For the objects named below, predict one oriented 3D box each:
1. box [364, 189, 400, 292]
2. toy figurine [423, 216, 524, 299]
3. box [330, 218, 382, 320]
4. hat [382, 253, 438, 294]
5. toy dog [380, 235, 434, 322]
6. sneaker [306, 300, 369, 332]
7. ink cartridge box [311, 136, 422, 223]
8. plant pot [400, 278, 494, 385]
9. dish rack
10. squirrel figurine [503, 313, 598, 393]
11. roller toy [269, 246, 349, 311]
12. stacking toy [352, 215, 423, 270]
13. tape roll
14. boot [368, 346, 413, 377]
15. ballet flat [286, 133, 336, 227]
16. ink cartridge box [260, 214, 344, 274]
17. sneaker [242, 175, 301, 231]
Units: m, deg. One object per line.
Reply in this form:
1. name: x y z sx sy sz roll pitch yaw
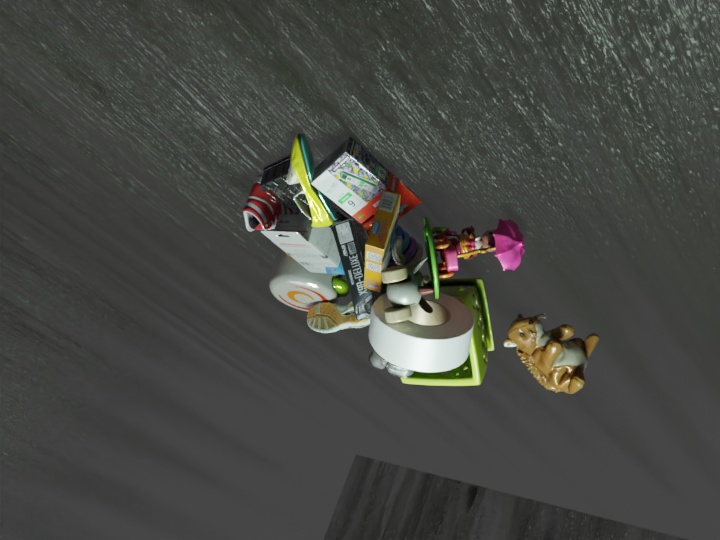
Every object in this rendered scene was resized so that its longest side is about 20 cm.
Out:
1. box: 0.040 -0.047 1.241 0.040 0.121 0.201 16 154 5
2. toy figurine: 0.216 -0.041 1.223 0.179 0.154 0.200 -8 -168 3
3. box: 0.000 0.000 1.382 0.049 0.205 0.158 -16 176 8
4. hat: 0.072 -0.020 1.540 0.201 0.175 0.166 50 180 26
5. toy dog: 0.103 0.025 1.201 0.094 0.201 0.135 -5 118 18
6. sneaker: -0.037 0.119 1.587 0.196 0.078 0.087 -7 162 28
7. ink cartridge box: 0.014 -0.151 1.243 0.199 0.051 0.108 37 131 -24
8. plant pot: 0.189 0.124 1.440 0.195 0.181 0.205 -4 106 31
9. dish rack: -0.113 -0.157 1.398 0.199 0.056 0.152 37 155 -28
10. squirrel figurine: 0.414 0.188 1.486 0.184 0.143 0.201 28 154 7
11. roller toy: -0.134 0.006 1.638 0.197 0.143 0.181 27 151 -27
12. stacking toy: 0.048 -0.086 1.367 0.084 0.086 0.200 -5 136 48
13. tape roll: 0.116 0.110 1.246 0.198 0.202 0.072 16 117 19
14. boot: 0.116 0.174 1.364 0.196 0.070 0.134 21 130 19
15. ballet flat: -0.108 -0.169 1.281 0.065 0.067 0.203 -15 123 12
16. ink cartridge box: -0.115 -0.066 1.438 0.114 0.068 0.200 5 156 35
17. sneaker: -0.189 -0.111 1.487 0.070 0.114 0.200 -2 145 46
